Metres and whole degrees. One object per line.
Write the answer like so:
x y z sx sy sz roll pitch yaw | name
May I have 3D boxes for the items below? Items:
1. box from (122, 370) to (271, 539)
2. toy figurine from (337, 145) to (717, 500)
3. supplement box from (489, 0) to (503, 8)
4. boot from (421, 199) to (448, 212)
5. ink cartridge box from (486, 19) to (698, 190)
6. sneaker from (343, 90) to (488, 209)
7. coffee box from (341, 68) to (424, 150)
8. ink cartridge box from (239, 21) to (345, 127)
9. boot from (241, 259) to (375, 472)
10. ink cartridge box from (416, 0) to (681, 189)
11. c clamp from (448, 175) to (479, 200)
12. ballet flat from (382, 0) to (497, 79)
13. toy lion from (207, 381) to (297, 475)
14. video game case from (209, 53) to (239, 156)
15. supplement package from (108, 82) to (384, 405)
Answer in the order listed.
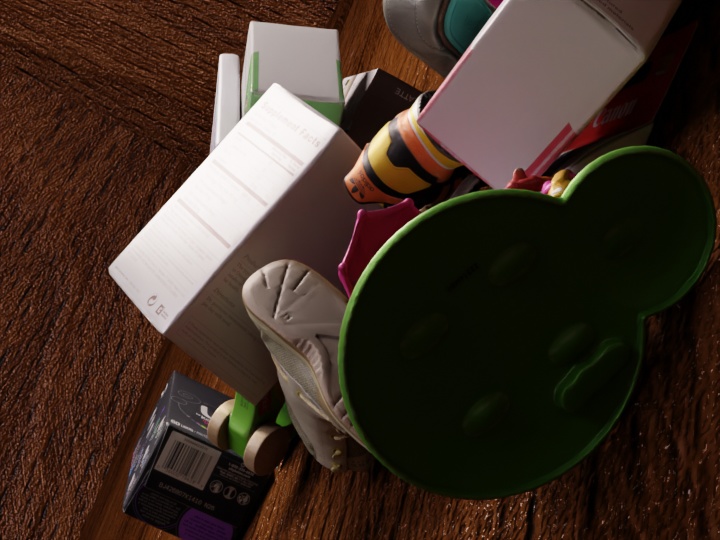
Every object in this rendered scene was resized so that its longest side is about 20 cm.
-0.170 0.198 1.452 0.106 0.122 0.200 -62 11 7 | box
0.062 -0.003 0.719 0.200 0.150 0.184 -40 20 0 | toy figurine
0.153 -0.261 1.077 0.201 0.101 0.103 -62 10 7 | supplement box
0.000 0.000 1.118 0.201 0.107 0.075 -61 -25 -4 | boot
0.125 -0.064 0.875 0.201 0.050 0.161 -66 11 -7 | ink cartridge box
0.048 -0.081 1.000 0.090 0.070 0.200 -33 -8 19 | sneaker
0.030 -0.128 1.312 0.080 0.114 0.200 -63 10 1 | coffee box
-0.071 -0.104 1.259 0.146 0.087 0.201 -96 13 -54 | ink cartridge box
-0.001 0.099 0.966 0.072 0.200 0.155 -35 -38 -18 | boot
0.135 -0.159 0.842 0.200 0.085 0.146 -52 1 -43 | ink cartridge box
0.046 0.015 0.998 0.171 0.027 0.200 -57 -10 -9 | c clamp
0.078 -0.155 0.963 0.200 0.064 0.068 31 -101 -56 | ballet flat
-0.051 0.058 1.238 0.191 0.069 0.201 -32 -42 -39 | toy lion
-0.133 -0.080 1.285 0.200 0.023 0.183 -99 16 -58 | video game case
-0.074 -0.022 1.067 0.200 0.117 0.117 -48 40 -3 | supplement package
